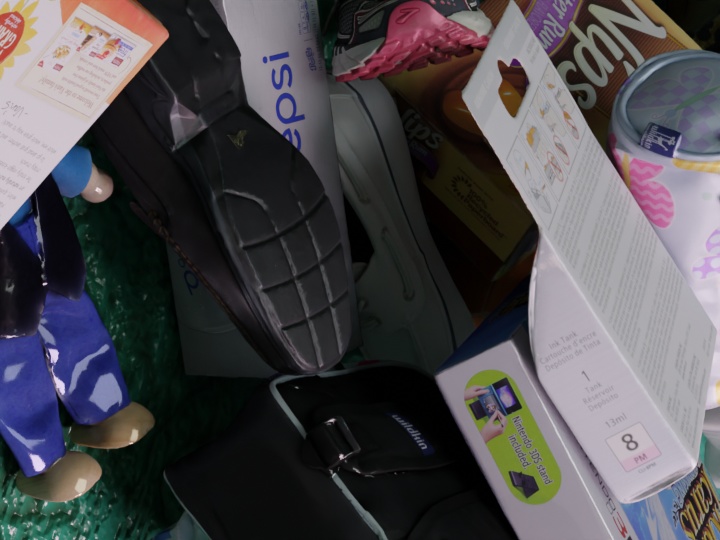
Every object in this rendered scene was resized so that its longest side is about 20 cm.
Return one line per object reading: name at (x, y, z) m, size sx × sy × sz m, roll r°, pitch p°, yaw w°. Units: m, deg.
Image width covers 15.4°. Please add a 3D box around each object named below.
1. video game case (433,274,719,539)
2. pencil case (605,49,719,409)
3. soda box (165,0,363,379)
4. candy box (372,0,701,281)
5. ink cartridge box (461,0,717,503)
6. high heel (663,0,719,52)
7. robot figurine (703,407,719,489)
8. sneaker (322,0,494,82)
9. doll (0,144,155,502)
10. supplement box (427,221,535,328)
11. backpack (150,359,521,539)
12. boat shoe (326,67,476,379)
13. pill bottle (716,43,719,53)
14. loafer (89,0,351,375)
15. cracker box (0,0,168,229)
video game case at (0.117, 0.096, 1.287) m, size 0.182 × 0.045 × 0.200 m, roll 63°, pitch 20°, yaw -5°
pencil case at (0.172, -0.018, 1.365) m, size 0.083 × 0.091 × 0.200 m, roll -52°, pitch 153°, yaw -35°
soda box at (-0.055, -0.052, 1.269) m, size 0.068 × 0.063 × 0.201 m, roll -20°, pitch 106°, yaw -48°
candy box at (0.095, -0.088, 1.403) m, size 0.117 × 0.057 × 0.200 m, roll 45°, pitch 47°, yaw 12°
ink cartridge box at (0.095, -0.011, 1.240) m, size 0.200 × 0.057 × 0.163 m, roll 53°, pitch 21°, yaw -11°
high heel at (0.178, -0.193, 1.542) m, size 0.142 × 0.071 × 0.200 m, roll 35°, pitch 66°, yaw -33°
robot figurine at (0.247, 0.031, 1.579) m, size 0.169 × 0.113 × 0.201 m, roll 3°, pitch 89°, yaw -37°
sneaker at (0.017, -0.141, 1.294) m, size 0.200 × 0.080 × 0.075 m, roll -97°, pitch 174°, yaw -73°
doll at (-0.149, -0.004, 1.167) m, size 0.136 × 0.048 × 0.200 m, roll -44°, pitch 128°, yaw -40°
supplement box at (0.102, 0.053, 1.450) m, size 0.200 × 0.066 × 0.069 m, roll 49°, pitch 53°, yaw -38°
backpack at (0.010, 0.134, 1.255) m, size 0.178 × 0.151 × 0.200 m, roll 51°, pitch 26°, yaw 13°
boat shoe at (0.000, 0.000, 1.338) m, size 0.065 × 0.073 × 0.200 m, roll -29°, pitch 102°, yaw -40°
pill bottle at (0.244, -0.090, 1.483) m, size 0.106 × 0.106 × 0.201 m, roll 25°, pitch 78°, yaw -46°
loafer at (-0.071, -0.040, 1.204) m, size 0.073 × 0.072 × 0.200 m, roll -27°, pitch 91°, yaw -48°
cracker box at (-0.179, -0.052, 1.030) m, size 0.200 × 0.058 × 0.134 m, roll -49°, pitch 159°, yaw 2°
